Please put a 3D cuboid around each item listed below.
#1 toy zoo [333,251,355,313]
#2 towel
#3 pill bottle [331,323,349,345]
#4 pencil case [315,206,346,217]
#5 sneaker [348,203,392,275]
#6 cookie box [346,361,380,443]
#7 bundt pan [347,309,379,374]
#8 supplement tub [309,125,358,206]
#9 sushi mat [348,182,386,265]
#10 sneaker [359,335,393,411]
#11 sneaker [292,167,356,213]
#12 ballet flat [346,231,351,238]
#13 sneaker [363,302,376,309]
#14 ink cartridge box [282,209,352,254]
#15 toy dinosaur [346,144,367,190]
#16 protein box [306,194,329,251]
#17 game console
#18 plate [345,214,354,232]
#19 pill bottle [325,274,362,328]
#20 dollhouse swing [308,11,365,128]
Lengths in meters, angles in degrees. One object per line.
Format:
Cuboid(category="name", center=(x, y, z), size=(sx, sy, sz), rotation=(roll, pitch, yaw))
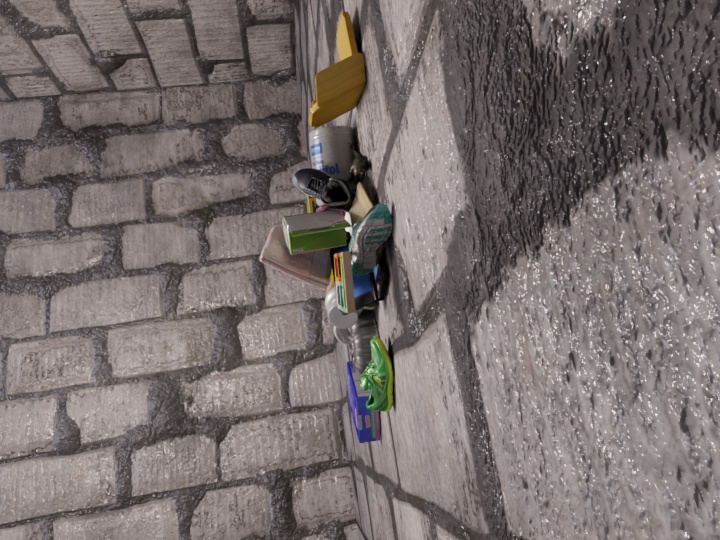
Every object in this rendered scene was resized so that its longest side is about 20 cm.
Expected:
Cuboid(category="toy zoo", center=(-0.041, 0.026, 1.238), size=(0.200, 0.020, 0.135), rotation=(-177, 83, -80))
Cuboid(category="towel", center=(-0.160, -0.037, 1.383), size=(0.033, 0.187, 0.201), rotation=(-61, 11, 22))
Cuboid(category="pill bottle", center=(-0.045, 0.150, 1.732), size=(0.200, 0.108, 0.114), rotation=(-116, 20, -69))
Cuboid(category="pencil case", center=(-0.093, -0.142, 1.547), size=(0.201, 0.080, 0.089), rotation=(-76, -18, -63))
Cuboid(category="sneaker", center=(0.009, -0.082, 1.162), size=(0.202, 0.076, 0.093), rotation=(116, 147, -46))
Cuboid(category="cookie box", center=(0.007, 0.417, 1.707), size=(0.201, 0.073, 0.175), rotation=(-112, 17, -64))
Cuboid(category="bundt pan", center=(0.007, 0.210, 1.543), size=(0.202, 0.074, 0.208), rotation=(174, 90, -82))
Cuboid(category="supplement tub", center=(-0.071, -0.288, 1.486), size=(0.132, 0.128, 0.206), rotation=(-165, 67, -81))
Cuboid(category="sushi mat", center=(0.016, -0.111, 1.247), size=(0.202, 0.012, 0.097), rotation=(-115, 31, -41))
Cuboid(category="sneaker", center=(0.038, 0.265, 1.323), size=(0.074, 0.081, 0.206), rotation=(-121, 26, -72))
Cuboid(category="sneaker", center=(-0.100, -0.215, 1.356), size=(0.078, 0.199, 0.146), rotation=(-65, -10, 7))
Cuboid(category="ballet flat", center=(-0.042, -0.025, 1.607), size=(0.071, 0.069, 0.204), rotation=(-110, 5, -59))
Cuboid(category="sneaker", center=(0.000, 0.000, 1.429), size=(0.107, 0.074, 0.202), rotation=(-50, 58, 34))
Cuboid(category="ink cartridge box", center=(-0.104, -0.083, 1.277), size=(0.200, 0.144, 0.078), rotation=(-129, 31, -68))
Cuboid(category="toy dinosaur", center=(-0.008, -0.258, 1.370), size=(0.201, 0.046, 0.090), rotation=(-109, 24, -63))
Cuboid(category="protein box", center=(-0.115, -0.176, 1.886), size=(0.200, 0.131, 0.204), rotation=(114, 149, -76))
Cuboid(category="game console", center=(-0.009, -0.022, 1.306), size=(0.177, 0.113, 0.204), rotation=(97, 164, -60))
Cuboid(category="plate", center=(-0.034, -0.187, 1.649), size=(0.199, 0.031, 0.206), rotation=(158, 105, -81))
Cuboid(category="pill bottle", center=(-0.043, 0.068, 1.512), size=(0.202, 0.109, 0.115), rotation=(-85, -6, -56))
Cuboid(category="dollhouse swing", center=(-0.079, -0.485, 1.292), size=(0.179, 0.179, 0.200), rotation=(63, 174, -4))
